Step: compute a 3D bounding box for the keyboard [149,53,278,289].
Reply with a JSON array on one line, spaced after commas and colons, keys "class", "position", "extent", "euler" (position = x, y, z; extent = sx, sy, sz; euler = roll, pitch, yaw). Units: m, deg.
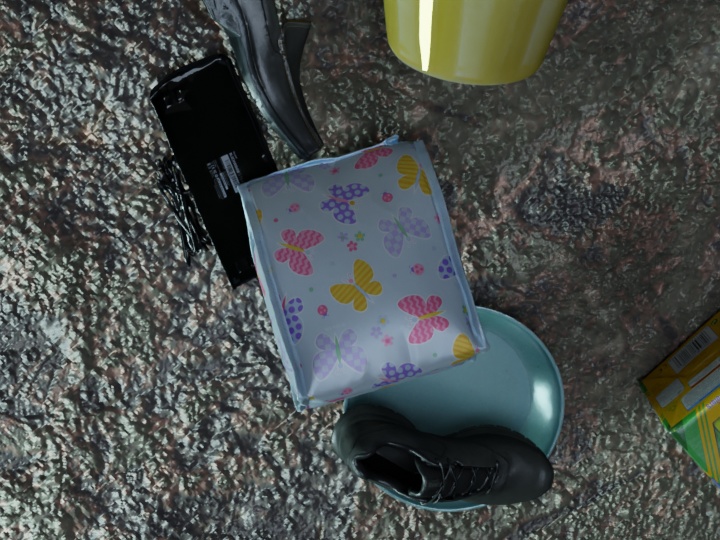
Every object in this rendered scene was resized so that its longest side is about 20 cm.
[{"class": "keyboard", "position": [-0.126, -0.082, 1.394], "extent": [0.104, 0.040, 0.200], "euler": [-25, 115, -8]}]

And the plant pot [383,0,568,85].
[{"class": "plant pot", "position": [0.095, -0.258, 1.280], "extent": [0.200, 0.201, 0.189], "euler": [3, 124, -6]}]

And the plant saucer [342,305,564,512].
[{"class": "plant saucer", "position": [0.083, 0.120, 1.472], "extent": [0.200, 0.036, 0.200], "euler": [-1, 107, -4]}]

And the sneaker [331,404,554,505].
[{"class": "sneaker", "position": [0.074, 0.176, 1.424], "extent": [0.200, 0.091, 0.076], "euler": [8, 105, -9]}]

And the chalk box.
[{"class": "chalk box", "position": [0.367, 0.149, 1.459], "extent": [0.124, 0.124, 0.200], "euler": [-43, 106, 9]}]

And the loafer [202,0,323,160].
[{"class": "loafer", "position": [-0.072, -0.187, 1.343], "extent": [0.072, 0.073, 0.200], "euler": [-27, 109, -1]}]

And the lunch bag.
[{"class": "lunch bag", "position": [0.000, 0.000, 1.371], "extent": [0.169, 0.127, 0.200], "euler": [-16, 84, -6]}]
